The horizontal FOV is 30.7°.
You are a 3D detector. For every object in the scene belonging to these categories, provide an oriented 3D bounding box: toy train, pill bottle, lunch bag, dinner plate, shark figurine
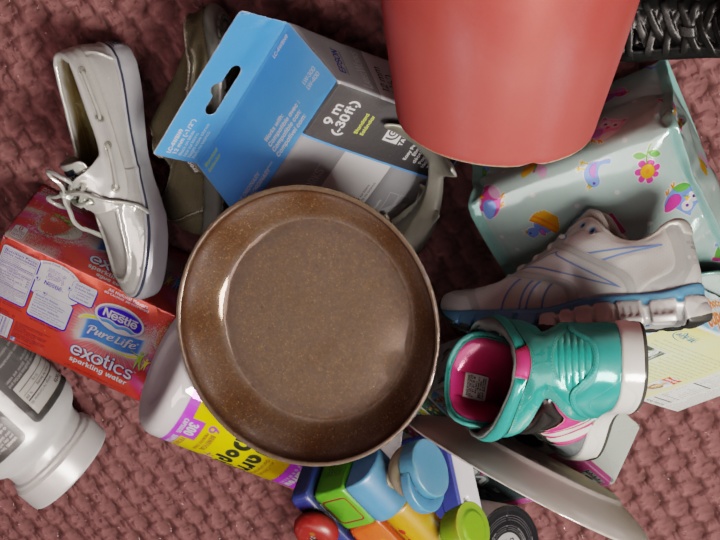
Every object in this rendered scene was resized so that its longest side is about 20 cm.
[{"bbox_3d":[0.050,0.203,0.979,0.115,0.085,0.200,-20,123,36],"label":"toy train"},{"bbox_3d":[-0.068,0.112,1.042,0.198,0.105,0.105,24,123,-19],"label":"pill bottle"},{"bbox_3d":[0.194,-0.029,0.996,0.169,0.123,0.201,-19,121,20],"label":"lunch bag"},{"bbox_3d":[0.124,0.145,0.947,0.198,0.200,0.024,26,89,-5],"label":"dinner plate"},{"bbox_3d":[0.021,-0.007,0.986,0.127,0.090,0.214,23,126,-40],"label":"shark figurine"},{"bbox_3d":[-0.332,0.114,1.178,0.116,0.117,0.200,-34,109,26],"label":"pill bottle"}]

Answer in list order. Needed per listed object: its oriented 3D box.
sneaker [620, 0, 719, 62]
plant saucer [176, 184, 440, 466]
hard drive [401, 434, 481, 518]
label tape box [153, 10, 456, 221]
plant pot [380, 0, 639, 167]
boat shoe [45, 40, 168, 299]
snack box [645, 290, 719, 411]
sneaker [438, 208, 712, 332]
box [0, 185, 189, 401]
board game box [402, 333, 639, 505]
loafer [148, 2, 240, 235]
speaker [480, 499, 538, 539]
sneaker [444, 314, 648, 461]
[{"bbox_3d":[0.233,-0.174,0.905,0.197,0.112,0.074,-7,119,14],"label":"sneaker"},{"bbox_3d":[-0.035,0.038,0.940,0.198,0.037,0.203,3,101,17],"label":"plant saucer"},{"bbox_3d":[0.027,0.215,1.100,0.199,0.025,0.134,-24,74,49],"label":"hard drive"},{"bbox_3d":[-0.033,-0.095,0.981,0.198,0.067,0.144,13,128,-35],"label":"label tape box"},{"bbox_3d":[0.097,-0.180,0.875,0.198,0.201,0.179,7,123,6],"label":"plant pot"},{"bbox_3d":[-0.207,-0.074,1.018,0.074,0.085,0.205,2,101,51],"label":"boat shoe"},{"bbox_3d":[0.243,0.061,1.013,0.115,0.038,0.199,-27,151,34],"label":"snack box"},{"bbox_3d":[0.148,0.003,0.923,0.198,0.075,0.088,-6,80,28],"label":"sneaker"},{"bbox_3d":[-0.211,0.027,1.116,0.198,0.096,0.100,25,121,-5],"label":"box"},{"bbox_3d":[0.107,0.126,1.086,0.147,0.065,0.200,40,150,-13],"label":"board game box"},{"bbox_3d":[-0.135,-0.113,1.031,0.069,0.076,0.202,7,122,1],"label":"loafer"},{"bbox_3d":[0.059,0.233,1.147,0.199,0.081,0.082,-1,128,51],"label":"speaker"},{"bbox_3d":[0.115,0.085,0.894,0.119,0.085,0.200,3,157,-2],"label":"sneaker"}]
